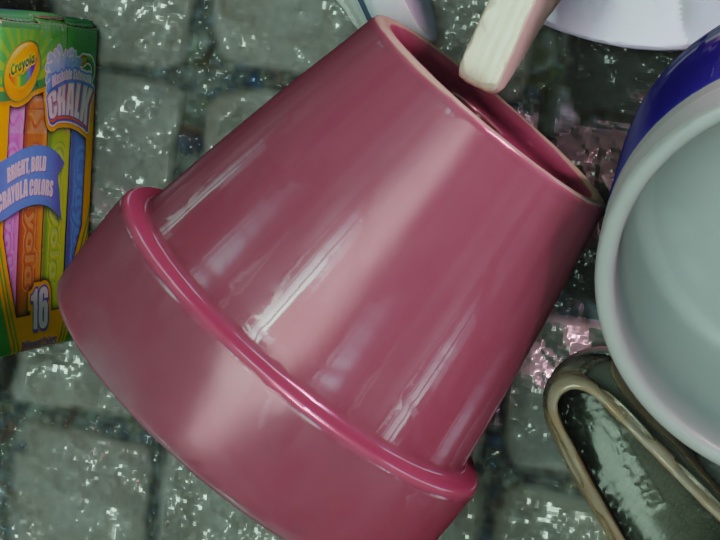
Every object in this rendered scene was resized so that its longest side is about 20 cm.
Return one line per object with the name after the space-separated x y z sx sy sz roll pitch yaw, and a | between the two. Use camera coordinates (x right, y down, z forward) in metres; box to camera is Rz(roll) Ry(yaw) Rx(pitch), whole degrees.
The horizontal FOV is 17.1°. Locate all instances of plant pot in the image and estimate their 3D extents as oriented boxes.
0.000 0.000 1.021 0.200 0.200 0.179 42 102 9 | plant pot

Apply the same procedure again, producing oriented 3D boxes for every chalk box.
-0.200 -0.066 1.110 0.124 0.124 0.202 3 95 15 | chalk box

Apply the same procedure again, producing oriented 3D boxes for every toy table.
0.094 -0.165 1.027 0.198 0.117 0.186 15 98 13 | toy table

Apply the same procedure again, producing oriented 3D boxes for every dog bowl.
0.198 -0.009 0.984 0.198 0.079 0.201 6 125 9 | dog bowl

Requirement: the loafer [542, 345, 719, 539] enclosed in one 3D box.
0.143 0.125 1.060 0.072 0.063 0.201 -37 84 15 | loafer

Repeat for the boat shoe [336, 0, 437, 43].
-0.043 -0.172 1.085 0.086 0.075 0.203 -30 83 15 | boat shoe

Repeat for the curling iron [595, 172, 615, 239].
0.175 -0.081 1.047 0.200 0.049 0.026 -46 55 14 | curling iron
